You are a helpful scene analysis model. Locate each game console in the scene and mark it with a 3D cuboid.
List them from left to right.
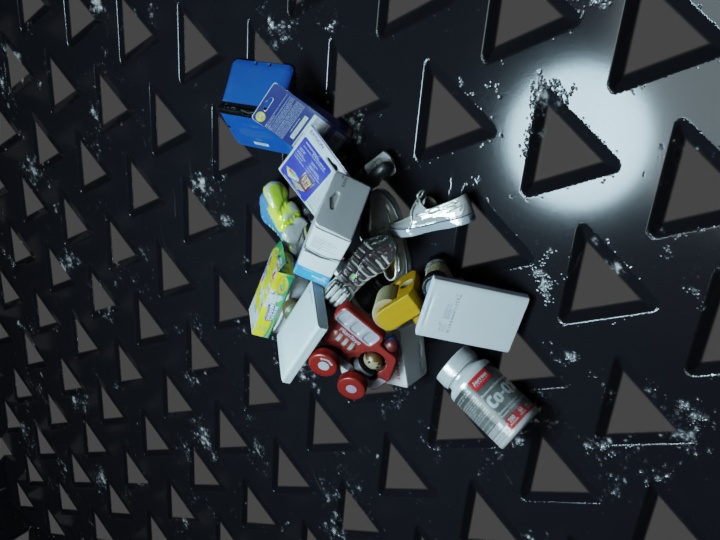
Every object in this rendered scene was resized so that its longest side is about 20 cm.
[{"bbox_3d":[-0.225,-0.385,1.822,0.198,0.119,0.172,17,149,35],"label":"game console"}]

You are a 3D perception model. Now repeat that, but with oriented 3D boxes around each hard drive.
[{"bbox_3d":[-0.128,0.132,1.675,0.201,0.026,0.133,-55,34,39],"label":"hard drive"},{"bbox_3d":[0.221,0.087,1.544,0.196,0.025,0.134,11,118,-9],"label":"hard drive"}]

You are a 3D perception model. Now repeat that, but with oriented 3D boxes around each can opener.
[{"bbox_3d":[-0.001,-0.190,1.676,0.199,0.067,0.054,-31,87,43],"label":"can opener"}]

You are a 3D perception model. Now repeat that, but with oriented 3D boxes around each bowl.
[{"bbox_3d":[-0.165,0.065,1.882,0.201,0.089,0.204,-48,34,47],"label":"bowl"}]

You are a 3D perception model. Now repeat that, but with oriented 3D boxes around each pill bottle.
[{"bbox_3d":[0.261,0.259,1.610,0.200,0.113,0.115,44,130,17],"label":"pill bottle"}]

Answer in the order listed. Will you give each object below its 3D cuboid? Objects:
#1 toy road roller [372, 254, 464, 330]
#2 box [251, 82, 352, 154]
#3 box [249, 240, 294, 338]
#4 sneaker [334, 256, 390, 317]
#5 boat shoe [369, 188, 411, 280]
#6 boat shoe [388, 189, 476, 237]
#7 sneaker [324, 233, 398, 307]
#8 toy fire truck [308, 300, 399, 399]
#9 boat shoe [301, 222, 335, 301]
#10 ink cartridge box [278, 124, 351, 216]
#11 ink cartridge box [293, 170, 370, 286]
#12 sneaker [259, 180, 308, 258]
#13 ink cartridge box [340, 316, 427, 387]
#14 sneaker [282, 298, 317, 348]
[{"bbox_3d":[0.136,0.077,1.613,0.198,0.123,0.147,-29,105,19],"label":"toy road roller"},{"bbox_3d":[-0.129,-0.320,1.697,0.199,0.033,0.121,34,133,-14],"label":"box"},{"bbox_3d":[-0.206,0.042,1.817,0.118,0.048,0.202,-111,40,-59],"label":"box"},{"bbox_3d":[0.000,0.000,1.764,0.099,0.070,0.201,-44,62,20],"label":"sneaker"},{"bbox_3d":[0.053,-0.075,1.677,0.070,0.069,0.203,-3,106,41],"label":"boat shoe"},{"bbox_3d":[0.136,-0.124,1.584,0.200,0.074,0.087,-9,102,40],"label":"boat shoe"},{"bbox_3d":[0.003,-0.013,1.660,0.200,0.116,0.076,-42,94,15],"label":"sneaker"},{"bbox_3d":[-0.005,0.169,1.658,0.199,0.113,0.168,40,129,-14],"label":"toy fire truck"},{"bbox_3d":[-0.095,-0.011,1.830,0.065,0.072,0.203,-22,98,38],"label":"boat shoe"},{"bbox_3d":[-0.074,-0.197,1.684,0.199,0.047,0.200,53,144,1],"label":"ink cartridge box"},{"bbox_3d":[-0.061,-0.083,1.593,0.083,0.147,0.200,23,149,-6],"label":"ink cartridge box"},{"bbox_3d":[-0.184,-0.116,1.875,0.105,0.075,0.203,-14,99,61],"label":"sneaker"},{"bbox_3d":[0.044,0.172,1.777,0.198,0.084,0.147,7,113,38],"label":"ink cartridge box"},{"bbox_3d":[-0.105,0.154,1.788,0.201,0.067,0.090,57,177,-34],"label":"sneaker"}]
